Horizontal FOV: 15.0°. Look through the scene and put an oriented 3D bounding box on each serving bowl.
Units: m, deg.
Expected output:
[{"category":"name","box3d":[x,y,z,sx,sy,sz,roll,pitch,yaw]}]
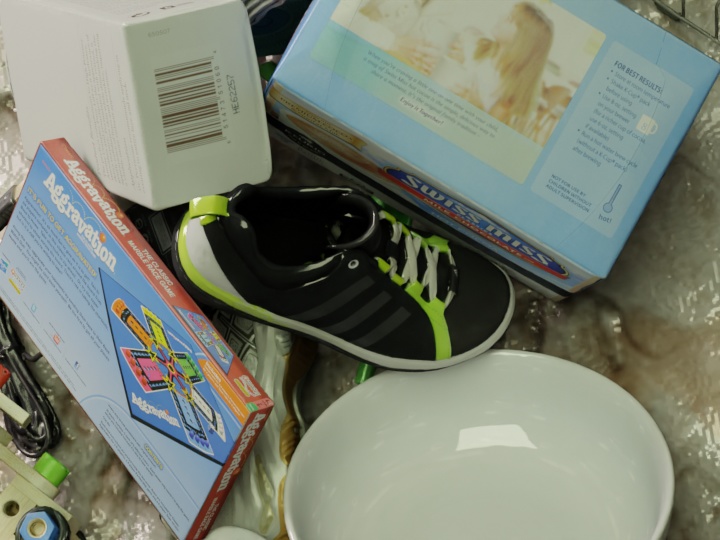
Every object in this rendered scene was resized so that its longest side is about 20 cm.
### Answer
[{"category":"serving bowl","box3d":[0.062,0.130,1.392,0.199,0.066,0.201,-4,42,4]}]

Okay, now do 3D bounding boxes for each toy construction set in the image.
[{"category":"toy construction set","box3d":[-0.228,0.146,1.476,0.131,0.092,0.201,34,94,21]}]

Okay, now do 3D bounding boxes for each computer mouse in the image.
[{"category":"computer mouse","box3d":[-0.143,-0.001,1.490,0.200,0.046,0.141,-41,64,36]}]

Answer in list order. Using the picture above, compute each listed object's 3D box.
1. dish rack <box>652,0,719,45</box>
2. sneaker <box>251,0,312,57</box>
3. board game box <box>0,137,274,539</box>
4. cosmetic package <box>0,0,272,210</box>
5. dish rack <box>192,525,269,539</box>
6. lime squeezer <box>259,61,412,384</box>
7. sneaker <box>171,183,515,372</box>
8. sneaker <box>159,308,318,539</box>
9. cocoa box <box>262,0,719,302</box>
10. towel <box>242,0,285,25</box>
[{"category":"dish rack","box3d":[0.238,-0.176,1.475,0.200,0.055,0.154,36,85,21]},{"category":"sneaker","box3d":[-0.027,-0.202,1.538,0.199,0.080,0.131,-16,71,-2]},{"category":"board game box","box3d":[-0.124,0.035,1.421,0.200,0.019,0.103,51,134,26]},{"category":"cosmetic package","box3d":[-0.124,-0.100,1.455,0.074,0.200,0.102,-14,107,-22]},{"category":"dish rack","box3d":[-0.055,0.252,1.407,0.171,0.044,0.201,30,87,15]},{"category":"lime squeezer","box3d":[-0.002,-0.041,1.501,0.070,0.038,0.201,-21,70,7]},{"category":"sneaker","box3d":[0.000,0.000,1.388,0.199,0.083,0.072,10,63,-25]},{"category":"sneaker","box3d":[-0.071,0.053,1.468,0.087,0.076,0.201,-3,71,15]},{"category":"cocoa box","box3d":[0.062,-0.092,1.416,0.199,0.131,0.134,31,82,-3]},{"category":"towel","box3d":[-0.009,-0.219,1.432,0.024,0.147,0.201,33,69,-15]}]
